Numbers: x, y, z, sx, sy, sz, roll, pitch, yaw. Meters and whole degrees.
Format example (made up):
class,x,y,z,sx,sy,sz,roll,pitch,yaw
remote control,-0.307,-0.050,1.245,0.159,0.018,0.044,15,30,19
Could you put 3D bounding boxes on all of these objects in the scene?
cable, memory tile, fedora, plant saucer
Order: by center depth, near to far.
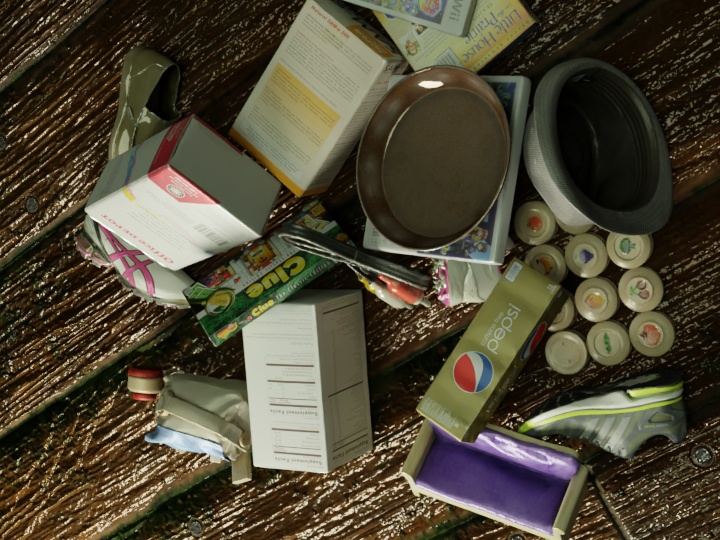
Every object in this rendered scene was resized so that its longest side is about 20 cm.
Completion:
class,x,y,z,sx,sy,sz,roll,pitch,yaw
fedora,0.234,-0.118,1.304,0.090,0.176,0.201,-31,69,55
plant saucer,0.082,-0.118,1.338,0.199,0.034,0.202,-8,76,38
memory tile,0.256,0.008,1.378,0.153,0.017,0.201,-14,92,28
cable,0.000,0.000,1.407,0.097,0.199,0.051,10,81,54

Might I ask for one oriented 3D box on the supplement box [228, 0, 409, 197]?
class,x,y,z,sx,sy,sz,roll,pitch,yaw
supplement box,-0.049,-0.204,1.469,0.126,0.073,0.200,42,115,15

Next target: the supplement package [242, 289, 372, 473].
class,x,y,z,sx,sy,sz,roll,pitch,yaw
supplement package,-0.064,0.129,1.503,0.109,0.114,0.201,0,97,31

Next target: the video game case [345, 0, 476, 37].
class,x,y,z,sx,sy,sz,roll,pitch,yaw
video game case,0.047,-0.357,1.394,0.199,0.018,0.144,22,105,23

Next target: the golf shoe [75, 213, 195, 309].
class,x,y,z,sx,sy,sz,roll,pitch,yaw
golf shoe,-0.283,-0.024,1.617,0.200,0.073,0.092,33,110,19

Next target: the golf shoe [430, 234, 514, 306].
class,x,y,z,sx,sy,sz,roll,pitch,yaw
golf shoe,0.127,-0.061,1.413,0.091,0.075,0.201,0,90,-5

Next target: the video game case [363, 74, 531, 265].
class,x,y,z,sx,sy,sz,roll,pitch,yaw
video game case,0.092,-0.114,1.366,0.182,0.023,0.201,8,87,39

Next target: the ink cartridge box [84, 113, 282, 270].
class,x,y,z,sx,sy,sz,roll,pitch,yaw
ink cartridge box,-0.214,-0.088,1.495,0.147,0.086,0.199,37,148,-28

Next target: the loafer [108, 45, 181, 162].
class,x,y,z,sx,sy,sz,roll,pitch,yaw
loafer,-0.270,-0.183,1.584,0.067,0.076,0.201,10,102,32

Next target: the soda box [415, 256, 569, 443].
class,x,y,z,sx,sy,sz,roll,pitch,yaw
soda box,0.145,0.089,1.364,0.064,0.068,0.201,34,91,21

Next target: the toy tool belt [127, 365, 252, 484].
class,x,y,z,sx,sy,sz,roll,pitch,yaw
toy tool belt,-0.219,0.197,1.591,0.199,0.125,0.124,8,93,26

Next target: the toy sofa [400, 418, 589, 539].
class,x,y,z,sx,sy,sz,roll,pitch,yaw
toy sofa,0.151,0.230,1.405,0.199,0.098,0.083,17,64,23

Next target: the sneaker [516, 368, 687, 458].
class,x,y,z,sx,sy,sz,roll,pitch,yaw
sneaker,0.265,0.170,1.369,0.199,0.074,0.081,-16,94,30

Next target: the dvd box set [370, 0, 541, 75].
class,x,y,z,sx,sy,sz,roll,pitch,yaw
dvd box set,0.090,-0.309,1.406,0.146,0.029,0.200,-40,78,25

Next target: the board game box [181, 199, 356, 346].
class,x,y,z,sx,sy,sz,roll,pitch,yaw
board game box,-0.109,0.000,1.475,0.200,0.024,0.105,-35,43,-5
